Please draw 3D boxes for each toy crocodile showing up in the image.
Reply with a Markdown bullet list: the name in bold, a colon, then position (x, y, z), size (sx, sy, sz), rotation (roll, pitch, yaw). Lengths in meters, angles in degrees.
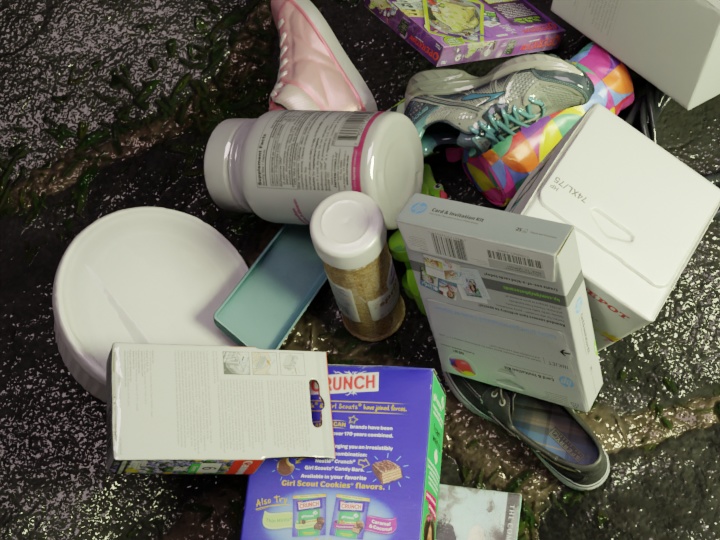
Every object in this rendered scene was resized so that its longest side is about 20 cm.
- **toy crocodile**: position (0.068, -0.034, 1.289), size (0.061, 0.068, 0.201), rotation (-10, 38, 14)

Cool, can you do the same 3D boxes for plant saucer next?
- **plant saucer**: position (-0.077, 0.011, 1.284), size (0.070, 0.019, 0.200), rotation (41, 45, -7)

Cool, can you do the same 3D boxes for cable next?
- **cable**: position (0.362, -0.148, 1.336), size (0.163, 0.051, 0.200), rotation (29, 71, 19)

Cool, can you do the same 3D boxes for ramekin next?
- **ramekin**: position (-0.208, 0.046, 1.264), size (0.201, 0.094, 0.204), rotation (11, 60, -21)

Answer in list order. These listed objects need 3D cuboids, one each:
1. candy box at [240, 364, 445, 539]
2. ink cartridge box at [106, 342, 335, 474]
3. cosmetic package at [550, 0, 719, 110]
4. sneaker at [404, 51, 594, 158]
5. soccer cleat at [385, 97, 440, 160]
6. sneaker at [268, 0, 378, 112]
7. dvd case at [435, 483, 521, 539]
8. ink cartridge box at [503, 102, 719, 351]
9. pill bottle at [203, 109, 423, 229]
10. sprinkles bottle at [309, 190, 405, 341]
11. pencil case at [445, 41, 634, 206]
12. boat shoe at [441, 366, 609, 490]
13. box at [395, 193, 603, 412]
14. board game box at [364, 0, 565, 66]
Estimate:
- **candy box**: position (-0.014, 0.192, 1.191), size (0.168, 0.077, 0.201), rotation (1, 66, 13)
- **ink cartridge box**: position (-0.127, 0.126, 1.164), size (0.199, 0.050, 0.110), rotation (3, 64, -18)
- **cosmetic package**: position (0.342, -0.292, 1.324), size (0.199, 0.123, 0.200), rotation (-27, 54, -31)
- **sneaker**: position (0.134, -0.151, 1.267), size (0.199, 0.078, 0.087), rotation (-6, 58, 30)
- **soccer cleat**: position (0.032, -0.131, 1.357), size (0.200, 0.068, 0.081), rotation (-37, 35, -11)
- **sneaker**: position (-0.072, -0.220, 1.416), size (0.104, 0.075, 0.201), rotation (-28, 68, -11)
- **dvd case**: position (0.044, 0.267, 1.201), size (0.199, 0.022, 0.147), rotation (6, 66, 10)
- **ink cartridge box**: position (0.208, -0.027, 1.197), size (0.146, 0.200, 0.146), rotation (35, 72, 0)
- **pill bottle**: position (-0.048, -0.101, 1.276), size (0.199, 0.113, 0.114), rotation (5, 64, 30)
- **sprinkles bottle**: position (0.000, 0.000, 1.233), size (0.068, 0.200, 0.069), rotation (-3, 64, 7)
- **pencil case**: position (0.191, -0.154, 1.346), size (0.200, 0.089, 0.088), rotation (-36, 65, -11)
- **boat shoe**: position (0.154, 0.129, 1.225), size (0.070, 0.066, 0.200), rotation (-40, 66, -11)
- **box**: position (0.125, 0.030, 1.137), size (0.155, 0.201, 0.041), rotation (14, 50, 32)
- **board game box**: position (0.113, -0.268, 1.372), size (0.199, 0.032, 0.120), rotation (-15, 45, -42)
